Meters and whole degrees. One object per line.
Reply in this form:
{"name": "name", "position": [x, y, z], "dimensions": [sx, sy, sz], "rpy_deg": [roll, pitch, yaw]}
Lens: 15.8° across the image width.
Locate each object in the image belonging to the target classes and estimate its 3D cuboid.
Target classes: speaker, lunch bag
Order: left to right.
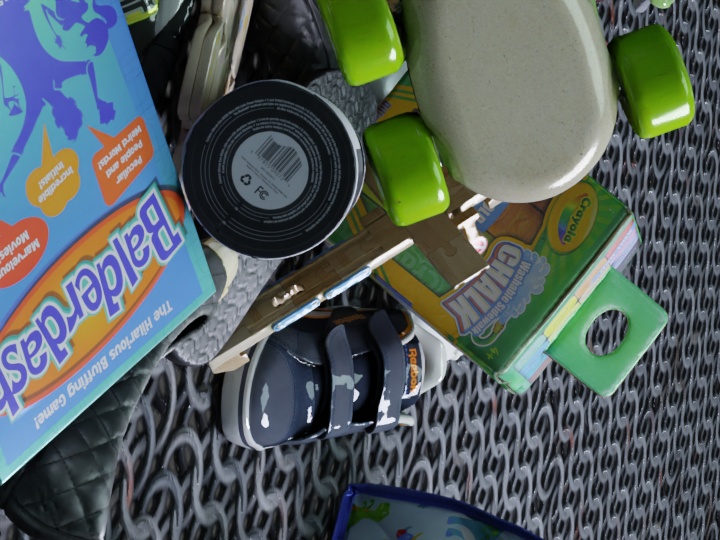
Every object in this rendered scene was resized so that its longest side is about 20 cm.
{"name": "speaker", "position": [-0.039, -0.050, 1.244], "dimensions": [0.200, 0.081, 0.082], "rpy_deg": [-69, 165, -87]}
{"name": "lunch bag", "position": [0.081, 0.238, 1.638], "dimensions": [0.170, 0.199, 0.128], "rpy_deg": [72, 31, -48]}

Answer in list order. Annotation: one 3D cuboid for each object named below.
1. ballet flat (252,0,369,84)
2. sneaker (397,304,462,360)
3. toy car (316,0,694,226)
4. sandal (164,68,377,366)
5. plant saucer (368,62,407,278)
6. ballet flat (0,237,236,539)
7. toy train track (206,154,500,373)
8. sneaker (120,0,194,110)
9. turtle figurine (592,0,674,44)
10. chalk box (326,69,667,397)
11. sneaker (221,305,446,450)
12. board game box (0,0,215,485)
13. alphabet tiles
{"name": "ballet flat", "position": [-0.033, -0.119, 1.465], "dimensions": [0.066, 0.057, 0.201], "rpy_deg": [-48, 147, -37]}
{"name": "sneaker", "position": [0.072, 0.021, 1.701], "dimensions": [0.200, 0.080, 0.071], "rpy_deg": [-50, 171, -53]}
{"name": "toy car", "position": [0.061, -0.136, 1.360], "dimensions": [0.200, 0.163, 0.158], "rpy_deg": [-114, -176, -66]}
{"name": "sandal", "position": [-0.060, -0.036, 1.407], "dimensions": [0.200, 0.045, 0.075], "rpy_deg": [-53, 132, -23]}
{"name": "plant saucer", "position": [0.040, -0.092, 1.651], "dimensions": [0.200, 0.050, 0.201], "rpy_deg": [6, 90, -70]}
{"name": "ballet flat", "position": [-0.109, 0.058, 1.253], "dimensions": [0.200, 0.057, 0.067], "rpy_deg": [-57, 180, -39]}
{"name": "toy train track", "position": [0.000, 0.000, 1.425], "dimensions": [0.199, 0.115, 0.033], "rpy_deg": [-32, 140, -8]}
{"name": "sneaker", "position": [-0.114, -0.149, 1.220], "dimensions": [0.075, 0.076, 0.201], "rpy_deg": [-118, -137, -68]}
{"name": "turtle figurine", "position": [0.137, -0.190, 1.757], "dimensions": [0.143, 0.200, 0.195], "rpy_deg": [-3, 106, -34]}
{"name": "chalk box", "position": [0.083, -0.012, 1.503], "dimensions": [0.125, 0.200, 0.124], "rpy_deg": [-52, 168, -1]}
{"name": "sneaker", "position": [-0.011, 0.059, 1.521], "dimensions": [0.200, 0.079, 0.079], "rpy_deg": [-25, 120, -64]}
{"name": "board game box", "position": [-0.148, -0.035, 1.098], "dimensions": [0.152, 0.045, 0.201], "rpy_deg": [-44, 130, -38]}
{"name": "alphabet tiles", "position": [-0.071, -0.110, 1.297], "dimensions": [0.200, 0.015, 0.197], "rpy_deg": [100, 2, -84]}
